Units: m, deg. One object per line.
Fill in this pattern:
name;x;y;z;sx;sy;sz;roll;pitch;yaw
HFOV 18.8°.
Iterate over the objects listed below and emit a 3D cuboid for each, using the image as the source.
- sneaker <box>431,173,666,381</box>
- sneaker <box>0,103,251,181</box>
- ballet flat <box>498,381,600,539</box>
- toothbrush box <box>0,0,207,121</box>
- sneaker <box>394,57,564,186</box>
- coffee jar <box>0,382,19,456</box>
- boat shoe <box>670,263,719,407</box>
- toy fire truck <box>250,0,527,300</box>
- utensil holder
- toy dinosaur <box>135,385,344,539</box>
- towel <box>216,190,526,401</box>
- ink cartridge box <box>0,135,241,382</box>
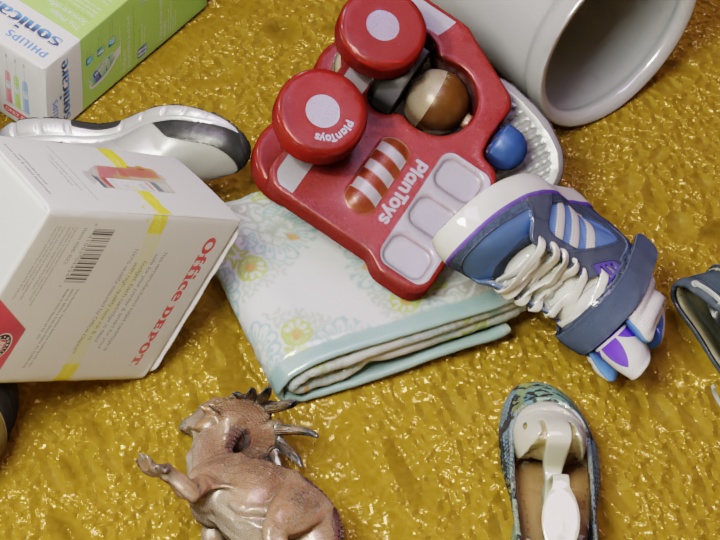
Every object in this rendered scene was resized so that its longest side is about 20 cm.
sneaker;0.147;0.012;1.519;0.147;0.081;0.200;53;24;19
sneaker;-0.175;-0.069;1.602;0.199;0.074;0.080;-6;57;16
ballet flat;0.132;0.143;1.466;0.074;0.074;0.200;0;51;-5
toothbrush box;-0.236;-0.219;1.716;0.145;0.086;0.200;31;54;19
sneaker;0.083;-0.120;1.654;0.200;0.079;0.079;38;15;23
coffee jar;-0.304;0.136;1.422;0.104;0.085;0.200;18;51;8
boat shoe;0.281;0.072;1.532;0.062;0.075;0.200;-11;51;-16
toy fire truck;0.027;-0.096;1.567;0.168;0.112;0.200;35;67;0
utensil holder;0.137;-0.237;1.715;0.170;0.170;0.200;-31;57;-26
toy dinosaur;-0.061;0.151;1.437;0.200;0.086;0.135;42;52;19
towel;0.000;0.000;1.586;0.199;0.048;0.171;-16;51;-17
ink cartridge box;-0.196;-0.004;1.453;0.083;0.145;0.200;44;22;28
